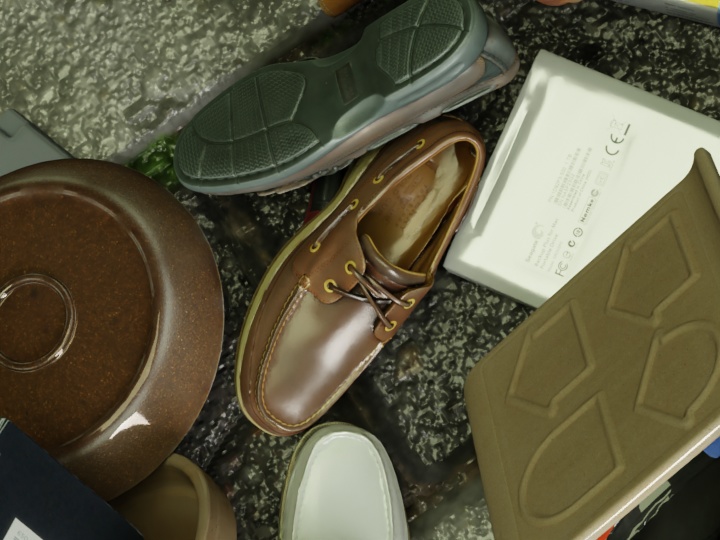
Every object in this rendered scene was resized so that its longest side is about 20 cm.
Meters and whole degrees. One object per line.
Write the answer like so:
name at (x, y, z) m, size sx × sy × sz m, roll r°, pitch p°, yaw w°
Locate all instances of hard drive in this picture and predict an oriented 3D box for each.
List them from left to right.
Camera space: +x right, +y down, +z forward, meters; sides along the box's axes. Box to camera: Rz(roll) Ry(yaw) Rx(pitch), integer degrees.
hard drive at (0.161, -0.022, 1.304) m, size 0.200 × 0.026 × 0.132 m, roll 24°, pitch 87°, yaw 14°

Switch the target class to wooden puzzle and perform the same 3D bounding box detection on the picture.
wooden puzzle at (0.135, 0.058, 1.215) m, size 0.046 × 0.185 × 0.200 m, roll 32°, pitch 114°, yaw -23°

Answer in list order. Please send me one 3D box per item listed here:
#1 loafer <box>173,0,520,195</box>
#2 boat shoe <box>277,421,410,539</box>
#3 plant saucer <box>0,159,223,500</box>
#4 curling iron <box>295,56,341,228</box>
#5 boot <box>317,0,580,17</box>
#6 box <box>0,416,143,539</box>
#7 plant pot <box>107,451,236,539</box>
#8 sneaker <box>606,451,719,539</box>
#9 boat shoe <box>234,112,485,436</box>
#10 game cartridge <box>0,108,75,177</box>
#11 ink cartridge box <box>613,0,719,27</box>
loafer at (-0.007, -0.082, 1.295) m, size 0.200 × 0.063 × 0.072 m, roll -24°, pitch 55°, yaw 27°
boat shoe at (-0.008, 0.179, 1.278) m, size 0.075 × 0.068 × 0.200 m, roll 0°, pitch 84°, yaw -3°
plant saucer at (-0.172, 0.031, 1.308) m, size 0.200 × 0.034 × 0.201 m, roll -6°, pitch 72°, yaw 19°
curling iron at (-0.030, -0.018, 1.346) m, size 0.049 × 0.026 × 0.200 m, roll -3°, pitch 85°, yaw 33°
boot at (0.039, -0.182, 1.307) m, size 0.155 × 0.074 × 0.200 m, roll -34°, pitch 47°, yaw 20°
box at (-0.233, 0.176, 1.239) m, size 0.200 × 0.107 × 0.149 m, roll -17°, pitch 38°, yaw 45°
plant pot at (-0.126, 0.200, 1.273) m, size 0.201 × 0.201 × 0.093 m, roll -44°, pitch 117°, yaw 2°
sneaker at (0.146, 0.163, 1.240) m, size 0.200 × 0.076 × 0.091 m, roll -41°, pitch 74°, yaw -13°
boat shoe at (0.001, 0.000, 1.297) m, size 0.072 × 0.068 × 0.200 m, roll 34°, pitch 85°, yaw -19°
game cartridge at (-0.210, 0.025, 1.369) m, size 0.133 × 0.041 × 0.200 m, roll 39°, pitch 90°, yaw 18°
ink cartridge box at (0.199, -0.235, 1.322) m, size 0.197 × 0.047 × 0.200 m, roll 15°, pitch 87°, yaw 15°
